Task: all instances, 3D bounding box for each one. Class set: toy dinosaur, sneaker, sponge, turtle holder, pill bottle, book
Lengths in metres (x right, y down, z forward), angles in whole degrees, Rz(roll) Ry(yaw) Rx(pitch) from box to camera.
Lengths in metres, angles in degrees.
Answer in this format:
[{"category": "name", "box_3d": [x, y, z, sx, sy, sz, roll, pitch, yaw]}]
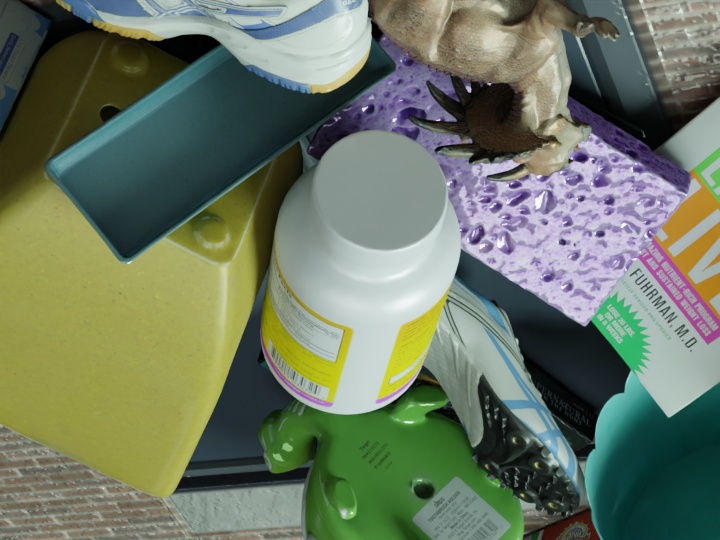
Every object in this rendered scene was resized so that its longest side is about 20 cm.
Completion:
[{"category": "toy dinosaur", "box_3d": [0.053, -0.130, 1.143, 0.200, 0.086, 0.136, 39, 121, -5]}, {"category": "sneaker", "box_3d": [0.083, 0.065, 1.354, 0.201, 0.072, 0.072, 53, 146, -2]}, {"category": "sponge", "box_3d": [0.080, -0.061, 1.238, 0.199, 0.030, 0.112, 32, 123, -8]}, {"category": "sneaker", "box_3d": [-0.085, -0.167, 1.142, 0.199, 0.076, 0.088, 17, 142, 14]}, {"category": "turtle holder", "box_3d": [0.013, 0.165, 1.443, 0.184, 0.142, 0.132, 17, 141, -4]}, {"category": "pill bottle", "box_3d": [0.000, 0.000, 1.215, 0.103, 0.105, 0.200, 14, 154, -1]}, {"category": "book", "box_3d": [0.210, -0.016, 1.266, 0.134, 0.048, 0.200, 50, 135, 3]}]

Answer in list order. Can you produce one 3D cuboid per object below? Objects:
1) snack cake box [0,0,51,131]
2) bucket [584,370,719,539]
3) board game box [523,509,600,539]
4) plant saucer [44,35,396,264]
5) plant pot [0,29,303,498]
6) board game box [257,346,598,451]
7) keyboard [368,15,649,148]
[{"category": "snack cake box", "box_3d": [-0.272, -0.076, 1.309, 0.067, 0.116, 0.200, 29, 138, -16]}, {"category": "bucket", "box_3d": [0.246, 0.153, 1.365, 0.205, 0.208, 0.135, 1, 149, 15]}, {"category": "board game box", "box_3d": [0.193, 0.243, 1.602, 0.153, 0.041, 0.199, 38, 134, -26]}, {"category": "plant saucer", "box_3d": [-0.074, -0.081, 1.157, 0.070, 0.200, 0.019, 50, 156, 6]}, {"category": "plant pot", "box_3d": [-0.137, -0.023, 1.246, 0.195, 0.195, 0.200, 27, 145, -9]}, {"category": "board game box", "box_3d": [0.047, 0.081, 1.467, 0.200, 0.028, 0.135, 37, 135, -24]}, {"category": "keyboard", "box_3d": [0.063, -0.088, 1.268, 0.199, 0.040, 0.104, 27, 120, -6]}]
